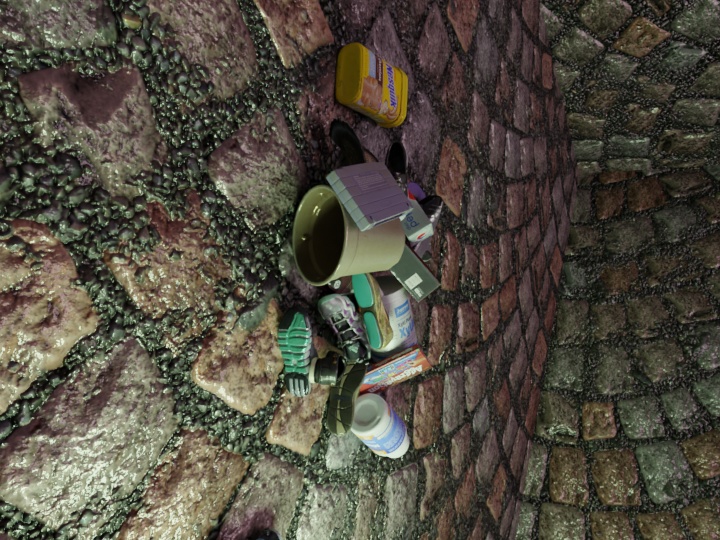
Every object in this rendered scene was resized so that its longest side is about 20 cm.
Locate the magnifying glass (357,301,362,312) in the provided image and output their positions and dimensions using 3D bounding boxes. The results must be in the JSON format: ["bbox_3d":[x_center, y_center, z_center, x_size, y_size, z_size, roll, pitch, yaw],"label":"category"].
[{"bbox_3d":[0.000,0.000,1.241,0.022,0.080,0.201,1,80,-12],"label":"magnifying glass"}]

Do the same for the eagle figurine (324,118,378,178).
[{"bbox_3d":[-0.010,-0.232,1.170,0.150,0.152,0.201,11,79,-22],"label":"eagle figurine"}]

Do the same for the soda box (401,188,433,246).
[{"bbox_3d":[0.099,-0.161,1.255,0.201,0.068,0.063,60,1,24],"label":"soda box"}]

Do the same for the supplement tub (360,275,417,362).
[{"bbox_3d":[0.071,0.128,1.320,0.132,0.131,0.201,-40,125,-47],"label":"supplement tub"}]

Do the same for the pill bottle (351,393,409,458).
[{"bbox_3d":[0.054,0.413,1.333,0.200,0.112,0.112,56,49,-42],"label":"pill bottle"}]

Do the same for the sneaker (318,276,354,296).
[{"bbox_3d":[-0.059,-0.029,1.168,0.115,0.075,0.201,-21,111,-50],"label":"sneaker"}]

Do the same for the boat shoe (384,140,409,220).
[{"bbox_3d":[0.080,-0.214,1.213,0.057,0.068,0.201,65,25,-66],"label":"boat shoe"}]

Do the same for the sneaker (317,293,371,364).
[{"bbox_3d":[-0.024,0.149,1.173,0.200,0.078,0.140,49,15,-45],"label":"sneaker"}]

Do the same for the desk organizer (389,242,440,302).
[{"bbox_3d":[0.101,-0.027,1.244,0.200,0.072,0.077,47,12,-18],"label":"desk organizer"}]

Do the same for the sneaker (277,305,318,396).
[{"bbox_3d":[-0.127,0.163,1.098,0.088,0.074,0.201,-40,134,-67],"label":"sneaker"}]

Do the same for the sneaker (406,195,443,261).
[{"bbox_3d":[0.170,-0.097,1.365,0.200,0.075,0.116,-58,142,-22],"label":"sneaker"}]

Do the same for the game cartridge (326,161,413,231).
[{"bbox_3d":[0.022,-0.153,1.017,0.130,0.038,0.200,53,33,7],"label":"game cartridge"}]

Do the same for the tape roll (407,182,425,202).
[{"bbox_3d":[0.108,-0.136,1.396,0.200,0.085,0.201,-9,100,-56],"label":"tape roll"}]

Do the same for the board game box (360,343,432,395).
[{"bbox_3d":[0.075,0.258,1.298,0.103,0.199,0.020,52,15,-44],"label":"board game box"}]

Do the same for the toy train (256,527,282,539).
[{"bbox_3d":[-0.211,0.581,0.977,0.200,0.086,0.115,-13,98,-55],"label":"toy train"}]

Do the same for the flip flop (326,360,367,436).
[{"bbox_3d":[-0.033,0.296,1.237,0.058,0.081,0.201,64,35,-72],"label":"flip flop"}]

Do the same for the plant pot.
[{"bbox_3d":[-0.015,-0.067,1.073,0.183,0.200,0.202,2,91,-37],"label":"plant pot"}]

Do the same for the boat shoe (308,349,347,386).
[{"bbox_3d":[-0.062,0.218,1.136,0.201,0.063,0.074,38,57,-81],"label":"boat shoe"}]

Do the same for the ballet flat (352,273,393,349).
[{"bbox_3d":[0.032,0.082,1.192,0.071,0.070,0.201,-22,99,-53],"label":"ballet flat"}]

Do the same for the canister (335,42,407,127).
[{"bbox_3d":[0.029,-0.450,1.256,0.200,0.086,0.150,4,89,-55],"label":"canister"}]
